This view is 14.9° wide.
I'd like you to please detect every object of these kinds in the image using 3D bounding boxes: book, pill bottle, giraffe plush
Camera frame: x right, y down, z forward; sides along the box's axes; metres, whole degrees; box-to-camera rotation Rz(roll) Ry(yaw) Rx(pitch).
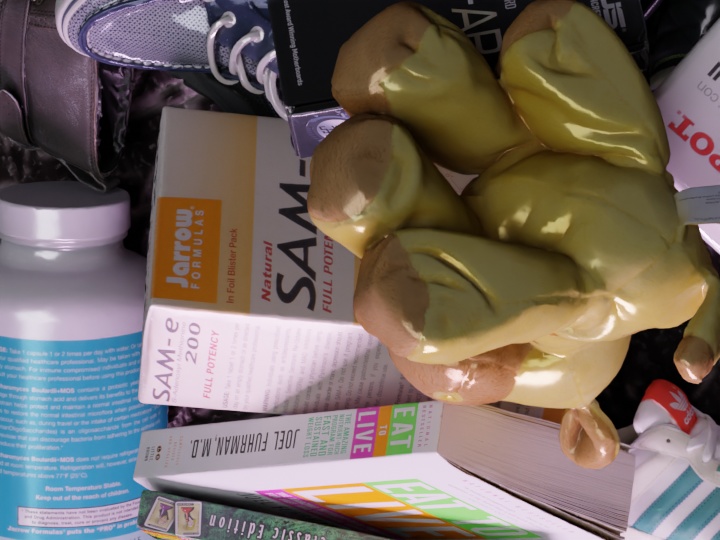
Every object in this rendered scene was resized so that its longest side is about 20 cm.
[{"bbox_3d":[0.009,0.095,1.289,0.200,0.133,0.048,-9,66,45],"label":"book"},{"bbox_3d":[-0.153,0.058,1.417,0.110,0.111,0.201,8,105,22],"label":"pill bottle"},{"bbox_3d":[0.069,-0.002,1.145,0.199,0.173,0.162,13,153,-5],"label":"giraffe plush"}]

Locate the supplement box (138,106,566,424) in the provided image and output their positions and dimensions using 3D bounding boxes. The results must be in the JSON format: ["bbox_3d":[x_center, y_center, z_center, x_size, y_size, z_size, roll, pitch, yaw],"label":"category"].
[{"bbox_3d":[0.000,0.000,1.280,0.199,0.126,0.074,5,139,-6],"label":"supplement box"}]

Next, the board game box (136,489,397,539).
[{"bbox_3d":[0.001,0.141,1.316,0.199,0.105,0.024,10,75,17],"label":"board game box"}]

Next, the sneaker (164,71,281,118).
[{"bbox_3d":[-0.047,-0.110,1.349,0.082,0.073,0.200,-35,104,25],"label":"sneaker"}]

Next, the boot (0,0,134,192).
[{"bbox_3d":[-0.186,-0.148,1.401,0.174,0.069,0.201,11,117,29],"label":"boot"}]

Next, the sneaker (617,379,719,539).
[{"bbox_3d":[0.165,0.100,1.304,0.199,0.070,0.094,-2,103,20],"label":"sneaker"}]

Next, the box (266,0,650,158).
[{"bbox_3d":[0.032,-0.159,1.222,0.159,0.044,0.201,-10,66,1],"label":"box"}]

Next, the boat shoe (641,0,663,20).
[{"bbox_3d":[0.093,-0.123,1.287,0.074,0.062,0.200,35,115,-18],"label":"boat shoe"}]

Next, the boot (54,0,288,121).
[{"bbox_3d":[-0.041,-0.107,1.258,0.199,0.073,0.091,-10,54,4],"label":"boot"}]

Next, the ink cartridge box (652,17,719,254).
[{"bbox_3d":[0.226,-0.080,1.185,0.145,0.084,0.200,42,92,5],"label":"ink cartridge box"}]

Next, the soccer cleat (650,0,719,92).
[{"bbox_3d":[0.156,-0.063,1.265,0.067,0.081,0.201,18,114,-15],"label":"soccer cleat"}]
